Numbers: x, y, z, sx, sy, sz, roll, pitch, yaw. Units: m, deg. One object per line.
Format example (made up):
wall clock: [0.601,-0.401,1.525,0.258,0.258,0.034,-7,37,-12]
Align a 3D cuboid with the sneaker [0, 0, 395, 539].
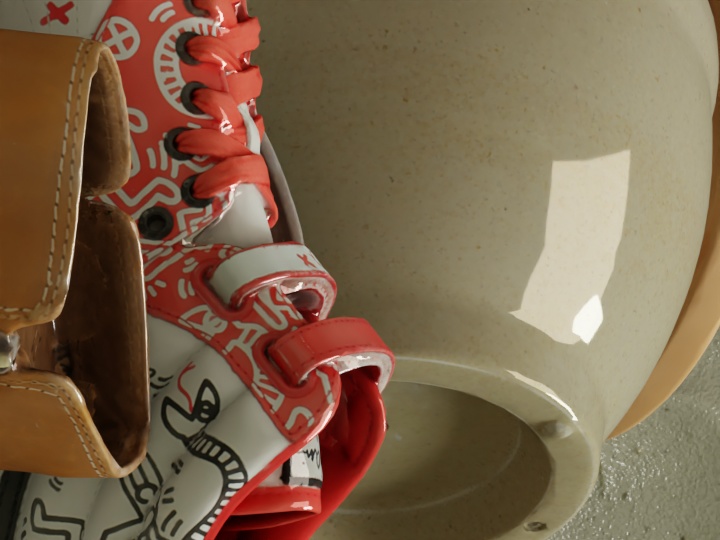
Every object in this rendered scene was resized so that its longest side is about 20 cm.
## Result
sneaker: [-0.034,-0.017,0.589,0.202,0.108,0.067,-69,159,-3]

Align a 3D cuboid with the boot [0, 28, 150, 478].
boot: [-0.119,-0.039,0.505,0.200,0.155,0.074,78,22,-45]

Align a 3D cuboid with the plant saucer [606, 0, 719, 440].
plant saucer: [0.066,-0.044,0.947,0.200,0.037,0.200,-34,-129,57]

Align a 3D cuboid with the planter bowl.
planter bowl: [0.000,0.000,0.784,0.200,0.200,0.135,83,5,-55]

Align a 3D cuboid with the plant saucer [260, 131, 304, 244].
plant saucer: [-0.107,0.016,0.641,0.034,0.200,0.201,-11,-114,64]
